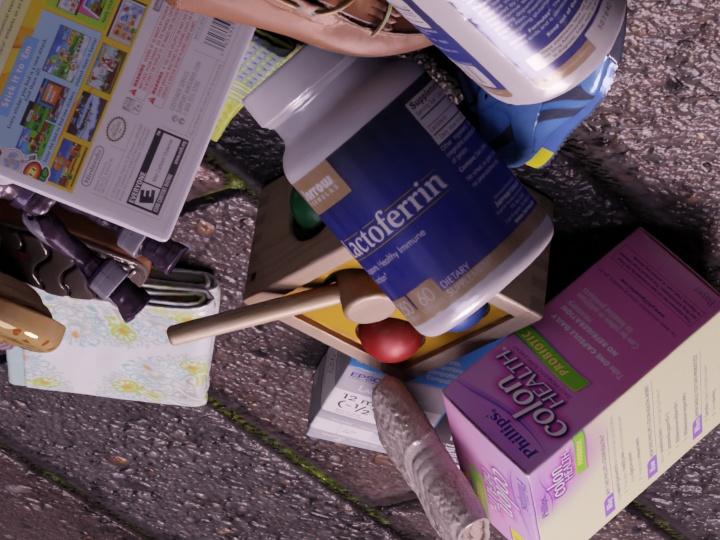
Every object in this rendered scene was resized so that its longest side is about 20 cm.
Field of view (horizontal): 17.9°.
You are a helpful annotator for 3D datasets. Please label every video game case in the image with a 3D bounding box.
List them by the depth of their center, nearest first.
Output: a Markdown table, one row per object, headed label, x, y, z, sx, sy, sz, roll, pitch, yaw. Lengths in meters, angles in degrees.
| label | x | y | z | sx | sy | sz | roll | pitch | yaw |
| --- | --- | --- | --- | --- | --- | --- | --- | --- | --- |
| video game case | -0.163 | -0.141 | 1.406 | 0.182 | 0.200 | 0.023 | 22 | -178 | -24 |

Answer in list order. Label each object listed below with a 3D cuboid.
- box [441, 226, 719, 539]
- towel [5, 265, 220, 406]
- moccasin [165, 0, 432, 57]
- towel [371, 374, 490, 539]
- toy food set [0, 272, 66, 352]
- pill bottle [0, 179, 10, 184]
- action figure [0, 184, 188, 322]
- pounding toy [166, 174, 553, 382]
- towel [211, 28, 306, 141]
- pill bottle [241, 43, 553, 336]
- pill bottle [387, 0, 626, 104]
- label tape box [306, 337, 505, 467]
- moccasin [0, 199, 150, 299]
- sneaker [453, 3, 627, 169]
| label | x | y | z | sx | sy | sz | roll | pitch | yaw |
| --- | --- | --- | --- | --- | --- | --- | --- | --- | --- |
| box | 0.172 | 0.099 | 1.697 | 0.097 | 0.200 | 0.176 | 43 | 164 | 28 |
| towel | -0.204 | 0.051 | 1.870 | 0.171 | 0.048 | 0.200 | 10 | 150 | -2 |
| moccasin | -0.022 | -0.184 | 1.397 | 0.201 | 0.074 | 0.078 | 14 | 148 | -19 |
| towel | 0.052 | 0.157 | 1.748 | 0.034 | 0.133 | 0.200 | -32 | 165 | -6 |
| toy food set | -0.319 | 0.029 | 1.675 | 0.200 | 0.049 | 0.198 | 12 | 166 | -16 |
| pill bottle | -0.258 | -0.159 | 1.436 | 0.111 | 0.111 | 0.200 | -21 | 121 | 40 |
| action figure | -0.223 | -0.048 | 1.615 | 0.200 | 0.130 | 0.069 | 39 | -176 | -8 |
| pounding toy | 0.000 | 0.000 | 1.638 | 0.200 | 0.142 | 0.184 | 27 | 144 | -30 |
| towel | -0.154 | -0.156 | 1.531 | 0.200 | 0.023 | 0.144 | 22 | 146 | -22 |
| pill bottle | 0.022 | -0.065 | 1.482 | 0.200 | 0.116 | 0.116 | 49 | 140 | -4 |
| pill bottle | 0.060 | -0.192 | 1.329 | 0.111 | 0.111 | 0.200 | -15 | 142 | 35 |
| label tape box | 0.050 | 0.084 | 1.844 | 0.143 | 0.066 | 0.200 | 14 | 151 | -10 |
| moccasin | -0.253 | -0.035 | 1.702 | 0.201 | 0.078 | 0.074 | 15 | 137 | 0 |
| sneaker | 0.109 | -0.127 | 1.467 | 0.078 | 0.066 | 0.200 | 9 | 152 | -15 |
